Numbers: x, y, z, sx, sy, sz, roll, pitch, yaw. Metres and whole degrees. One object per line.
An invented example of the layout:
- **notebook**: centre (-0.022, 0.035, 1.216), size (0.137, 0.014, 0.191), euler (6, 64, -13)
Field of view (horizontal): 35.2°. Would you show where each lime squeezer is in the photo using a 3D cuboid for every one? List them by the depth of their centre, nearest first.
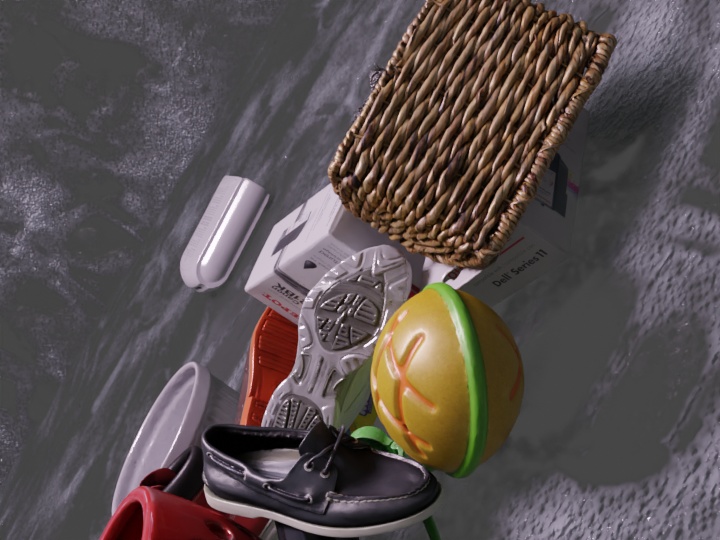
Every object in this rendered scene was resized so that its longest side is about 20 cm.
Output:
- **lime squeezer**: centre (0.011, 0.155, 0.855), size (0.199, 0.070, 0.038), euler (27, 131, 38)

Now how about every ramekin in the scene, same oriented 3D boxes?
- **ramekin**: centre (-0.196, 0.220, 1.316), size (0.201, 0.104, 0.201), euler (-51, 19, 26)

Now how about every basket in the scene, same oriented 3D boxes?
- **basket**: centre (0.088, -0.104, 0.881), size (0.202, 0.148, 0.143), euler (-61, -13, -8)

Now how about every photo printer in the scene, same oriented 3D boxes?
- **photo printer**: centre (-0.234, -0.058, 1.898), size (0.202, 0.069, 0.166), euler (-63, 18, -4)

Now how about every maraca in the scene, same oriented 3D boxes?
- **maraca**: centre (0.057, 0.084, 0.829), size (0.200, 0.105, 0.139), euler (126, 139, -72)

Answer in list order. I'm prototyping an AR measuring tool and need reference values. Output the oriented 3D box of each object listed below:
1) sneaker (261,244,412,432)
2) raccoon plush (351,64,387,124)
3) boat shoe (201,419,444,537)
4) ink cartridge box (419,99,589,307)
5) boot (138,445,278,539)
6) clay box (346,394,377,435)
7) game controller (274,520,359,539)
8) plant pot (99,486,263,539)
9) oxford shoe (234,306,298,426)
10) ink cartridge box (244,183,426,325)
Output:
- **sneaker**: centre (-0.014, 0.067, 0.944), size (0.202, 0.077, 0.099), euler (-61, -14, 12)
- **raccoon plush**: centre (0.086, -0.166, 1.077), size (0.200, 0.133, 0.098), euler (-41, 25, 46)
- **boat shoe**: centre (-0.035, 0.140, 0.819), size (0.197, 0.067, 0.074), euler (2, 26, 34)
- **ink cartridge box**: centre (0.117, -0.047, 0.922), size (0.117, 0.067, 0.202), euler (-38, 28, 48)
- **boot**: centre (-0.173, 0.271, 1.112), size (0.201, 0.143, 0.072), euler (-59, 20, 9)
- **clay box**: centre (-0.032, 0.135, 1.087), size (0.199, 0.047, 0.116), euler (-12, 51, 65)
- **game controller**: centre (-0.022, 0.221, 0.839), size (0.042, 0.105, 0.200), euler (-34, 19, 1)
- **plant pot**: centre (-0.120, 0.286, 0.858), size (0.201, 0.181, 0.202), euler (-56, 20, 33)
- **oxford shoe**: centre (-0.090, 0.110, 1.096), size (0.073, 0.071, 0.202), euler (-47, 22, 46)
- **ink cartridge box**: centre (0.000, 0.000, 1.040), size (0.200, 0.143, 0.084), euler (-29, 32, 60)
